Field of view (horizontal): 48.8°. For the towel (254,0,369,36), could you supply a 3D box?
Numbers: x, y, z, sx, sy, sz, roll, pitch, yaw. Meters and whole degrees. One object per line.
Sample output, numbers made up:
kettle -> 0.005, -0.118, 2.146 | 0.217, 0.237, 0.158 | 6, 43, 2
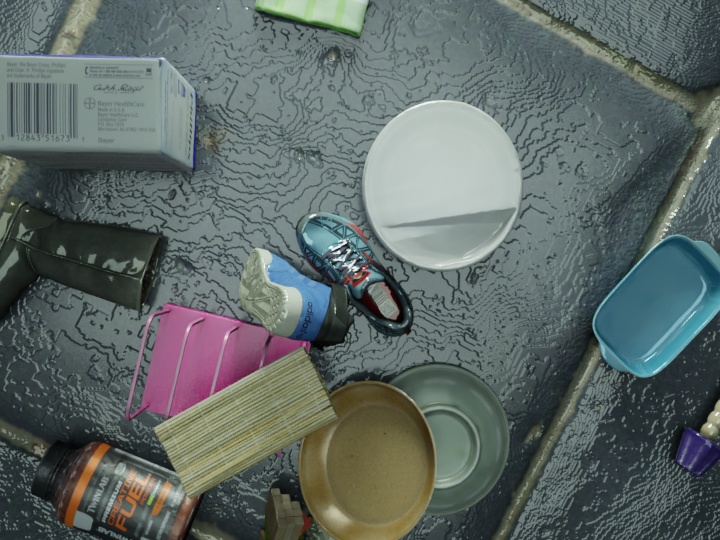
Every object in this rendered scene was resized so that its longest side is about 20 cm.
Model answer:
towel -> -0.046, -0.415, 1.007 | 0.147, 0.031, 0.203 | 12, 92, -2

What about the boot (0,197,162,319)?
boot -> -0.368, 0.013, 1.002 | 0.197, 0.073, 0.184 | 20, 94, -9

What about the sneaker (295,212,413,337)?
sneaker -> 0.000, 0.000, 0.993 | 0.200, 0.096, 0.079 | 44, 87, -4

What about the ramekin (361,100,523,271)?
ramekin -> 0.097, -0.102, 0.993 | 0.199, 0.094, 0.206 | 0, 92, -2

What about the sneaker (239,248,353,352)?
sneaker -> -0.075, 0.036, 0.963 | 0.110, 0.200, 0.078 | 18, 98, -26

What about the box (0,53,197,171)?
box -> -0.297, -0.177, 0.923 | 0.181, 0.200, 0.107 | 1, 91, -2

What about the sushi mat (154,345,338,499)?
sushi mat -> -0.129, 0.175, 0.912 | 0.198, 0.012, 0.097 | -28, 96, -4

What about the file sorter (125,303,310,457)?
file sorter -> -0.172, 0.136, 0.979 | 0.197, 0.125, 0.141 | 14, 92, -2

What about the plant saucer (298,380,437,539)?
plant saucer -> 0.012, 0.242, 0.997 | 0.198, 0.035, 0.204 | -8, 74, 28

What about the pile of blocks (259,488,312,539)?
pile of blocks -> -0.095, 0.380, 1.025 | 0.061, 0.082, 0.203 | 4, 102, -20

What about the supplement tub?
supplement tub -> -0.303, 0.283, 0.990 | 0.198, 0.107, 0.108 | 22, 92, -3

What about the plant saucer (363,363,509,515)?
plant saucer -> 0.101, 0.225, 1.030 | 0.197, 0.050, 0.204 | 0, 93, -2

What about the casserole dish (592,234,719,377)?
casserole dish -> 0.386, 0.046, 1.037 | 0.121, 0.039, 0.200 | 43, 91, -3

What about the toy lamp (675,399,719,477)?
toy lamp -> 0.479, 0.176, 1.037 | 0.058, 0.058, 0.202 | 31, 92, -3

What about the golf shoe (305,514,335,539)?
golf shoe -> -0.006, 0.401, 1.035 | 0.096, 0.078, 0.203 | -22, 93, -26
